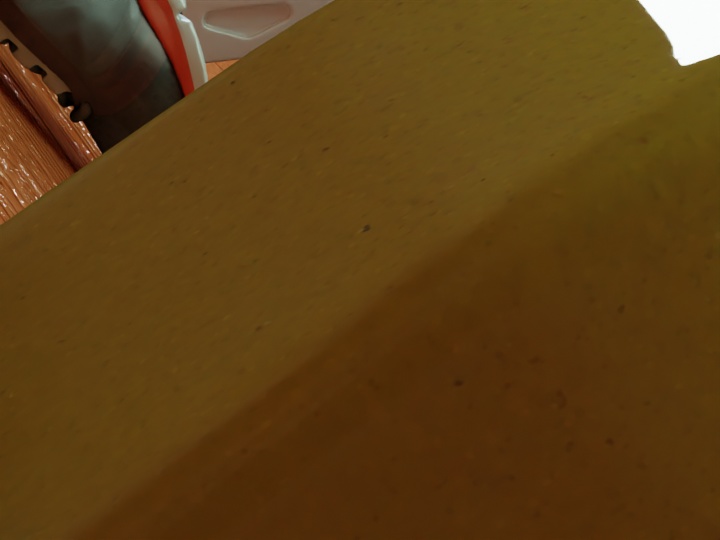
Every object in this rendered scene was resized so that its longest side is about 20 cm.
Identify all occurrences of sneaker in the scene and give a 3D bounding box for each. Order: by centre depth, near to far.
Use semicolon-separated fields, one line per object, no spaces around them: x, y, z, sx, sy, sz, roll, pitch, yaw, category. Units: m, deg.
-0.110;-0.095;1.052;0.077;0.082;0.201;-167;-122;-74;sneaker

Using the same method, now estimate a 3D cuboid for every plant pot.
0.053;0.034;0.625;0.196;0.200;0.194;49;4;-22;plant pot

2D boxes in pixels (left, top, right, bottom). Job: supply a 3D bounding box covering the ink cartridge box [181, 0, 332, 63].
-0.077;-0.175;1.473;0.200;0.145;0.084;-124;-152;-63;ink cartridge box
